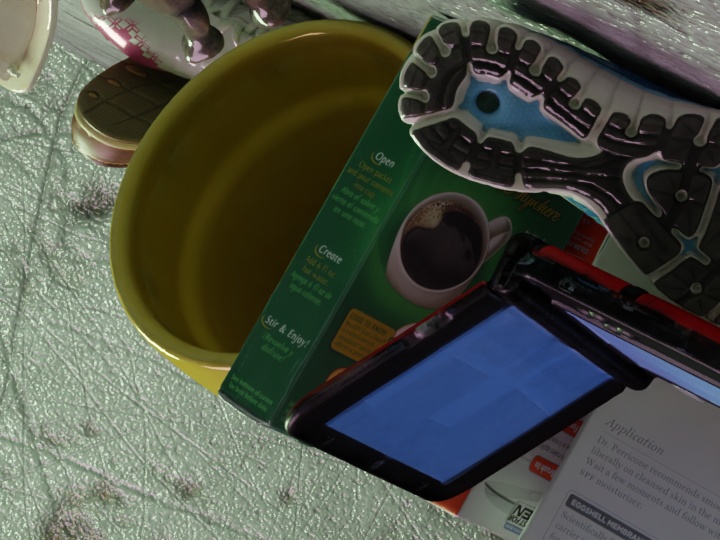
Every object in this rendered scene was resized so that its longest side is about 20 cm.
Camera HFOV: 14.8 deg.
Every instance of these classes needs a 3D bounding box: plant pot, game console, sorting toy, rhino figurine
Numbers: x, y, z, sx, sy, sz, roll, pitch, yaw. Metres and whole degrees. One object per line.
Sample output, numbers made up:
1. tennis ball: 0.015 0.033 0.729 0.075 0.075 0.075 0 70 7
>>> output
1. plant pot: 0.000 0.000 1.457 0.201 0.201 0.189 27 169 38
2. game console: 0.095 0.069 1.165 0.172 0.119 0.200 27 178 25
3. sorting toy: -0.326 -0.238 2.029 0.180 0.107 0.200 35 -177 28
4. rhino figurine: -0.122 -0.162 1.300 0.200 0.060 0.087 29 166 45

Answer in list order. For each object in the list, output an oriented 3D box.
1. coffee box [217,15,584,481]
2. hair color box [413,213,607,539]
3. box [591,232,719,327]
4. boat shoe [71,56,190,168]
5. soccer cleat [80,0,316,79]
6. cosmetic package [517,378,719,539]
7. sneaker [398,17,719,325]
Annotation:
1. coffee box: 0.031 -0.005 1.282 0.044 0.200 0.123 31 -177 44
2. hair color box: 0.101 0.036 1.379 0.064 0.200 0.111 27 178 37
3. box: 0.209 0.020 1.204 0.200 0.078 0.095 27 178 21
4. boat shoe: -0.096 -0.088 1.629 0.072 0.068 0.200 44 -145 19
5. soccer cleat: -0.063 -0.131 1.556 0.200 0.070 0.086 30 156 1
6. cosmetic package: 0.200 0.088 1.377 0.123 0.200 0.199 30 180 24
7. sneaker: 0.115 -0.049 1.111 0.200 0.078 0.090 31 -162 1
